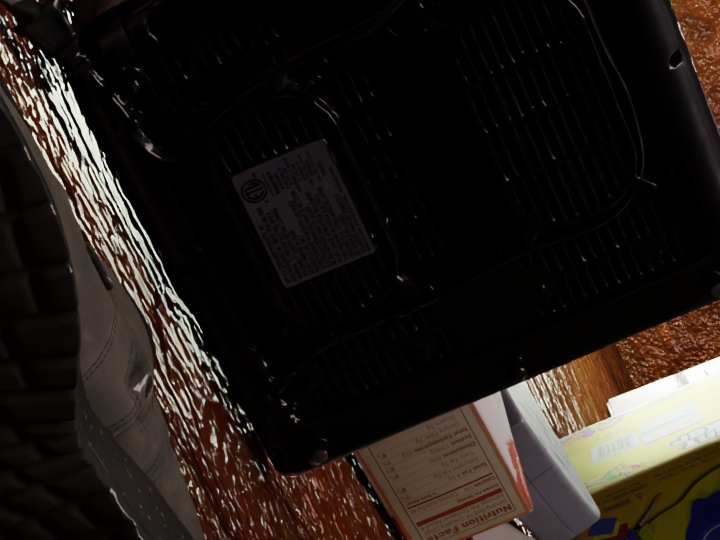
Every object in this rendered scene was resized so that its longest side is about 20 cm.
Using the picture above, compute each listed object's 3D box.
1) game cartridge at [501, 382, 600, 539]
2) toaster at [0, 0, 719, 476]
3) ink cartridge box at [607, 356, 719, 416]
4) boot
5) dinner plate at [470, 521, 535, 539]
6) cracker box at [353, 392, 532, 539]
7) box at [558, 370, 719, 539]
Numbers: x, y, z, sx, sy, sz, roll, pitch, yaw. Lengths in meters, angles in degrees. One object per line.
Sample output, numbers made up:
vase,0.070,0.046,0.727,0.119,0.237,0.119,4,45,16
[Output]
game cartridge,0.072,0.075,1.204,0.133,0.041,0.200,56,3,26
toaster,0.010,-0.059,0.744,0.119,0.180,0.200,-104,169,-61
ink cartridge box,0.381,0.160,2.476,0.145,0.199,0.084,50,20,-62
boot,-0.082,-0.005,0.431,0.131,0.068,0.200,-111,-179,-48
dinner plate,0.101,0.199,1.157,0.200,0.024,0.201,-24,90,-83
cracker box,0.000,0.000,0.930,0.134,0.058,0.200,-103,167,-54
box,0.240,0.180,1.487,0.122,0.200,0.193,-85,149,-74
